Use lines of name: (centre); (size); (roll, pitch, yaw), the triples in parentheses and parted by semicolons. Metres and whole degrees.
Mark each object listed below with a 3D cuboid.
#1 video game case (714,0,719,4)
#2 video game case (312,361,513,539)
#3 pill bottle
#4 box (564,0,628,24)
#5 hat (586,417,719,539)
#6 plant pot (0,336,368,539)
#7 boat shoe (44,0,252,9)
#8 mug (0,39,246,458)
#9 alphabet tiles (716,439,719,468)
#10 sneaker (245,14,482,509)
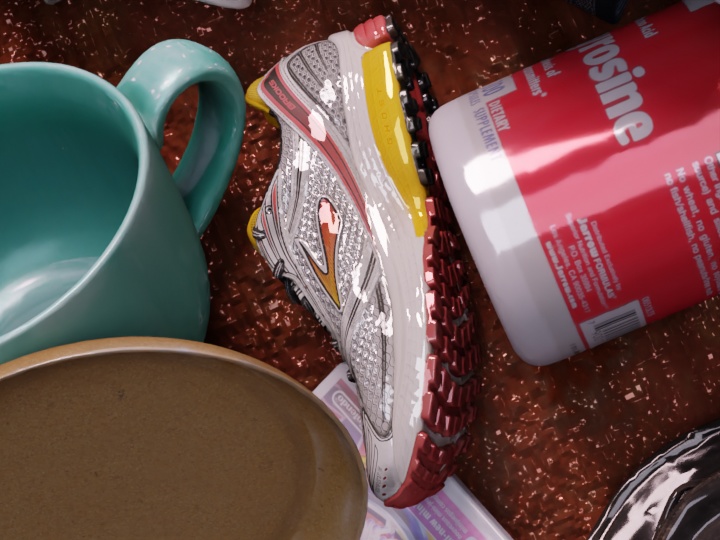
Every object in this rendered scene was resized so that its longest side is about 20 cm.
video game case: (0.239, -0.128, 0.731); (0.181, 0.201, 0.022); (23, 136, 7)
video game case: (-0.029, 0.158, 0.809); (0.200, 0.018, 0.143); (-46, 66, 5)
pill bottle: (0.136, -0.049, 0.765); (0.198, 0.112, 0.113); (-23, 86, 6)
box: (0.083, -0.192, 0.730); (0.106, 0.200, 0.149); (27, 93, 6)
hat: (0.164, 0.112, 0.725); (0.199, 0.081, 0.202); (-11, 54, 16)
plant pot: (-0.096, 0.094, 0.745); (0.199, 0.201, 0.028); (-23, 44, 6)
boat shoe: (-0.135, -0.147, 0.827); (0.198, 0.072, 0.066); (7, 109, 10)
mug: (-0.122, 0.005, 0.782); (0.183, 0.115, 0.153); (-17, 48, 6)
alphabet tiles: (0.235, 0.121, 0.798); (0.198, 0.015, 0.197); (22, 92, 8)
sneaker: (0.000, 0.000, 0.801); (0.081, 0.078, 0.202); (-14, 70, 14)
